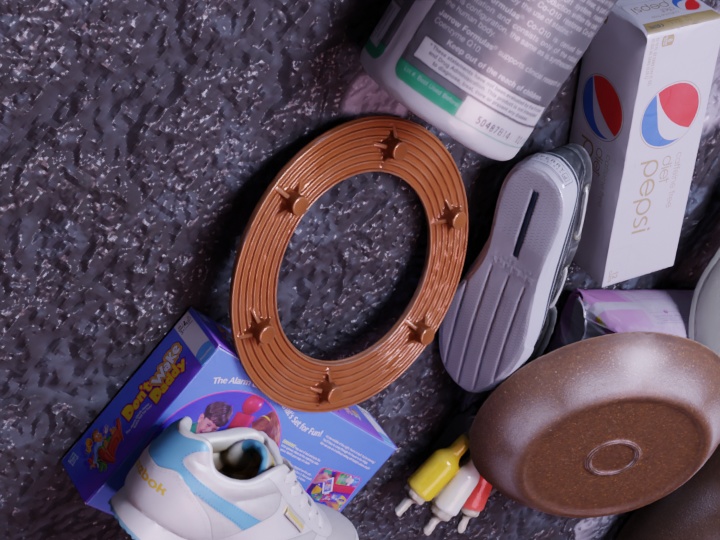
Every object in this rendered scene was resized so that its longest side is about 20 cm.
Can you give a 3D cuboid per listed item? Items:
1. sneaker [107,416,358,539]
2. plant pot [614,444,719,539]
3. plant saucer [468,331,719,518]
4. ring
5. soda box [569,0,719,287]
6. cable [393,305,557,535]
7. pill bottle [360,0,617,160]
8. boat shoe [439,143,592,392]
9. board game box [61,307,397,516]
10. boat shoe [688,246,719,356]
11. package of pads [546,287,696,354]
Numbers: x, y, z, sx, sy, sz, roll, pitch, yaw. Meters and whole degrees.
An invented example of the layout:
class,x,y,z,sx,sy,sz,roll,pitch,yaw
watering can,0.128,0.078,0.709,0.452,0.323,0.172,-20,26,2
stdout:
class,x,y,z,sx,sy,sz,roll,pitch,yaw
sneaker,-0.063,0.153,1.023,0.199,0.077,0.081,24,105,-46
plant pot,0.317,0.227,1.361,0.200,0.188,0.187,-38,138,16
plant saucer,0.179,0.123,1.149,0.198,0.037,0.201,-6,138,-5
ring,0.000,0.000,1.024,0.199,0.019,0.202,-21,123,-35
soda box,0.188,-0.092,1.089,0.068,0.064,0.201,-16,130,-25
cable,0.105,0.113,1.194,0.097,0.050,0.201,20,111,-39
pill bottle,0.095,-0.175,0.923,0.113,0.113,0.201,19,110,-43
boat shoe,0.116,0.002,1.103,0.071,0.072,0.201,-27,148,-45
board game box,-0.083,0.124,1.073,0.135,0.045,0.200,-49,136,6
boat shoe,0.301,-0.007,1.187,0.060,0.072,0.203,29,75,-45
package of pads,0.231,0.076,1.239,0.199,0.076,0.121,0,123,-36
